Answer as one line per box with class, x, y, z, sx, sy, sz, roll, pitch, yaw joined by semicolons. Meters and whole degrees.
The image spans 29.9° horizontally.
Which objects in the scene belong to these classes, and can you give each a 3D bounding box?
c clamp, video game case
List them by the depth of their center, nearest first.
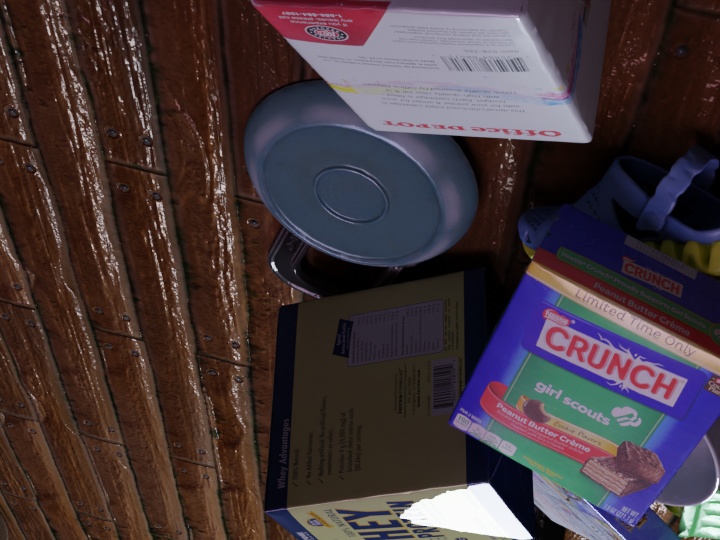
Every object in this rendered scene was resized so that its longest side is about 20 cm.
c clamp;0.000;0.000;1.220;0.169;0.027;0.200;24;151;-1
video game case;0.205;0.210;1.347;0.200;0.046;0.181;45;167;-30

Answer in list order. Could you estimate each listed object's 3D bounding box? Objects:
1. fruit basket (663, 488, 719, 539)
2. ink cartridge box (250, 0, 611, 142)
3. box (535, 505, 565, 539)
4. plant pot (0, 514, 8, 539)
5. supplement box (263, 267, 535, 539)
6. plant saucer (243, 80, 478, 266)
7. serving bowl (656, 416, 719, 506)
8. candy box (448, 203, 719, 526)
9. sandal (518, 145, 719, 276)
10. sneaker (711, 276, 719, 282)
fruit basket;0.294;0.180;1.322;0.198;0.094;0.186;24;153;21
ink cartridge box;0.051;-0.169;0.735;0.143;0.147;0.200;6;169;19
box;0.119;0.336;1.582;0.198;0.150;0.124;-4;145;32
plant pot;-0.658;0.445;2.156;0.174;0.202;0.199;-34;125;32
supplement box;0.037;0.130;1.180;0.197;0.202;0.134;-11;146;20
plant saucer;-0.004;-0.067;1.079;0.197;0.028;0.201;13;142;10
serving bowl;0.228;0.104;1.131;0.199;0.066;0.201;34;154;19
candy box;0.177;0.073;0.990;0.168;0.077;0.201;28;136;7
sandal;0.202;-0.046;1.002;0.198;0.079;0.088;-3;112;41
sneaker;0.260;0.019;1.037;0.197;0.088;0.076;12;125;9
